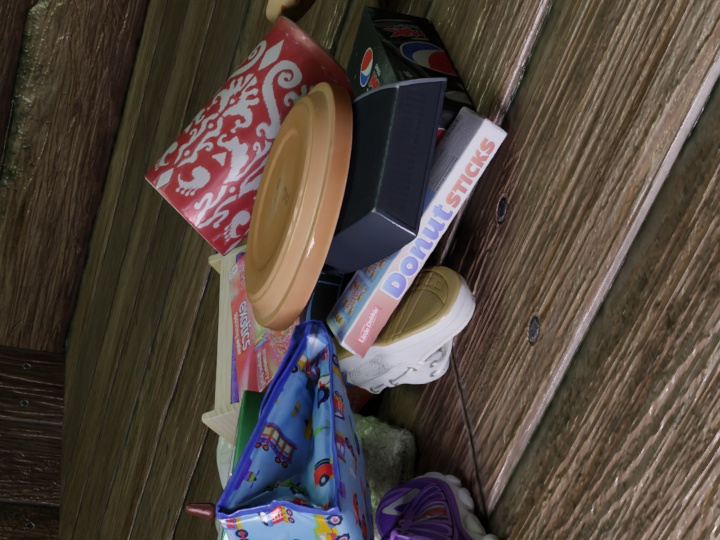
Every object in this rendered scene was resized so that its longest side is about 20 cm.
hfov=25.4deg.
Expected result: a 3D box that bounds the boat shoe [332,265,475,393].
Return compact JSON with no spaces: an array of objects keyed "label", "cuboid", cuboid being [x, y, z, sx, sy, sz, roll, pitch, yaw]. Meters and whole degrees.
[{"label":"boat shoe","cuboid":[0.043,0.053,1.234,0.071,0.069,0.200,-60,15,-25]}]

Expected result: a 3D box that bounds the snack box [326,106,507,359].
[{"label":"snack box","cuboid":[0.040,-0.031,1.218,0.201,0.024,0.072,-57,17,5]}]

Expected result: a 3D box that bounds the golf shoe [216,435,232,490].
[{"label":"golf shoe","cuboid":[-0.102,0.179,1.669,0.092,0.074,0.202,-113,34,-56]}]

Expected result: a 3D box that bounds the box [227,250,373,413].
[{"label":"box","cuboid":[-0.052,0.049,1.468,0.103,0.094,0.201,-48,31,28]}]

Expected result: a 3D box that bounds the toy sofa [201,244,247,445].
[{"label":"toy sofa","cuboid":[-0.095,0.071,1.589,0.097,0.083,0.202,-17,53,22]}]

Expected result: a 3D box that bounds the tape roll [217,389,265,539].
[{"label":"tape roll","cuboid":[-0.091,0.202,1.327,0.200,0.048,0.203,-170,90,-86]}]

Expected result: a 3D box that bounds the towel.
[{"label":"towel","cuboid":[-0.020,0.213,1.330,0.148,0.036,0.202,17,98,49]}]

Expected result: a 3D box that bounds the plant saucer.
[{"label":"plant saucer","cuboid":[-0.055,-0.053,1.278,0.200,0.032,0.203,-166,90,-74]}]

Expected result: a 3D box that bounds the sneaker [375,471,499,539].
[{"label":"sneaker","cuboid":[0.041,0.193,1.130,0.200,0.082,0.082,-148,67,-74]}]

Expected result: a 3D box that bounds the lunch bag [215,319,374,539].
[{"label":"lunch bag","cuboid":[-0.029,0.148,1.192,0.201,0.093,0.152,-79,-19,-46]}]

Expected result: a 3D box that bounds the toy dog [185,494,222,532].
[{"label":"toy dog","cuboid":[-0.118,0.284,1.545,0.132,0.095,0.203,171,95,-83]}]

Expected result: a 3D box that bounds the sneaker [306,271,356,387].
[{"label":"sneaker","cuboid":[0.000,0.000,1.370,0.078,0.069,0.202,117,164,-50]}]

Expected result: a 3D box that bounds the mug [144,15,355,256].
[{"label":"mug","cuboid":[-0.084,-0.107,1.517,0.200,0.178,0.133,-45,26,-4]}]

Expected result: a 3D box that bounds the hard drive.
[{"label":"hard drive","cuboid":[0.004,-0.072,1.232,0.200,0.042,0.136,158,125,-69]}]

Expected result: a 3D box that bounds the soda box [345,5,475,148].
[{"label":"soda box","cuboid":[0.040,-0.150,1.346,0.201,0.063,0.071,-108,31,-56]}]

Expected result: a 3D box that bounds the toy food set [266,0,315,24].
[{"label":"toy food set","cuboid":[-0.019,-0.325,1.512,0.200,0.049,0.198,-45,-2,-17]}]
